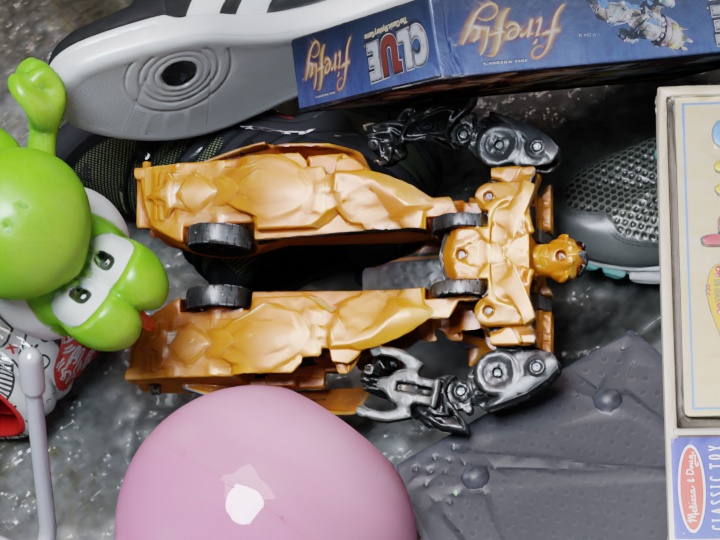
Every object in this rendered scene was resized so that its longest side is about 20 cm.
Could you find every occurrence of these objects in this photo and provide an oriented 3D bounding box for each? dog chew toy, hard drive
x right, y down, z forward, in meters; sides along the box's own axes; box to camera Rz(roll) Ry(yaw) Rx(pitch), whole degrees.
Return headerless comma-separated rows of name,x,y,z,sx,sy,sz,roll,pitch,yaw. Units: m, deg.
dog chew toy,-0.066,0.145,0.900,0.124,0.125,0.200,26,71,32
hard drive,0.111,0.126,0.906,0.134,0.042,0.200,-29,49,-7

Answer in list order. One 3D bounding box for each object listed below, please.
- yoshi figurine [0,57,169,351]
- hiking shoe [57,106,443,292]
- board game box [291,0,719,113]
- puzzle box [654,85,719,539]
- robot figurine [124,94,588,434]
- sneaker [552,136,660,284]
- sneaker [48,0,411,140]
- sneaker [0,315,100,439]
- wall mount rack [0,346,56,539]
yoshi figurine,-0.163,-0.030,0.960,0.112,0.113,0.200,-7,23,-44
hiking shoe,-0.066,-0.032,1.064,0.199,0.076,0.101,3,50,18
board game box,0.088,-0.100,0.991,0.199,0.035,0.135,-7,0,-26
puzzle box,0.184,0.017,0.902,0.132,0.025,0.201,-2,65,7
robot figurine,0.000,0.000,0.977,0.199,0.058,0.146,-2,76,13
sneaker,0.175,-0.057,0.999,0.199,0.091,0.078,-14,49,6
sneaker,-0.059,-0.132,1.053,0.199,0.073,0.112,-14,57,-16
sneaker,-0.214,0.016,1.077,0.200,0.067,0.108,15,56,23
wall mount rack,-0.193,0.104,0.967,0.199,0.074,0.175,18,87,28
